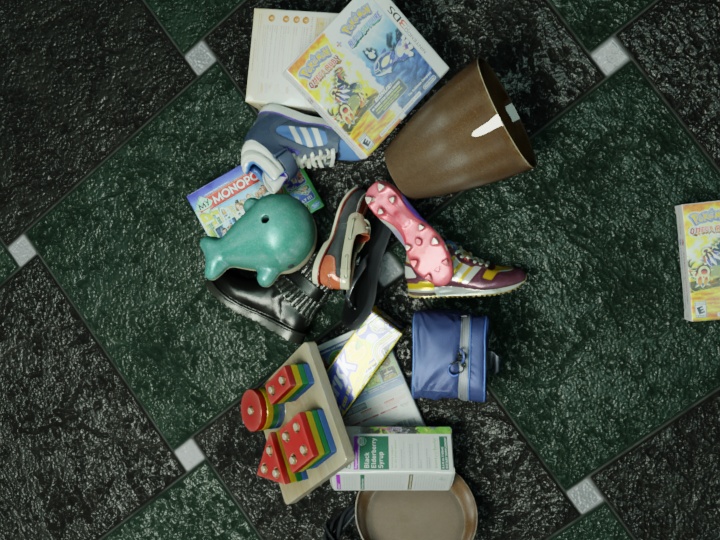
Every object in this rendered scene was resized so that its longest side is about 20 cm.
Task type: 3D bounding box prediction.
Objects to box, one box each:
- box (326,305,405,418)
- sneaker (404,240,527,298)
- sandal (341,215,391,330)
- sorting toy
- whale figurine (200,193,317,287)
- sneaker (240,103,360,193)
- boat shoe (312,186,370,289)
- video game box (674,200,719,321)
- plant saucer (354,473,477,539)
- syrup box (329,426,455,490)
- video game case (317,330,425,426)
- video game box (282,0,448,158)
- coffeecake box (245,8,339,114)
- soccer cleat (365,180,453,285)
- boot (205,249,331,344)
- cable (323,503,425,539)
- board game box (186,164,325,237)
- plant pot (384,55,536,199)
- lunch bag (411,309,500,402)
[{"bbox_3d":[-0.010,0.161,1.184,0.070,0.064,0.201,36,99,7],"label":"box"},{"bbox_3d":[0.169,-0.006,1.156,0.197,0.075,0.091,-5,96,10],"label":"sneaker"},{"bbox_3d":[0.000,0.000,1.173,0.042,0.076,0.203,22,73,-27],"label":"sandal"},{"bbox_3d":[-0.117,0.251,1.143,0.199,0.069,0.202,-46,56,41],"label":"sorting toy"},{"bbox_3d":[-0.171,-0.052,1.141,0.198,0.104,0.161,-16,69,7],"label":"whale figurine"},{"bbox_3d":[-0.096,-0.177,1.160,0.198,0.081,0.148,19,68,-4],"label":"sneaker"},{"bbox_3d":[-0.016,-0.053,1.152,0.062,0.072,0.201,10,54,18],"label":"boat shoe"},{"bbox_3d":[0.598,-0.021,1.090,0.197,0.047,0.185,-6,89,11],"label":"video game box"},{"bbox_3d":[0.089,0.397,1.152,0.198,0.201,0.032,10,134,10],"label":"plant saucer"},{"bbox_3d":[0.050,0.307,1.160,0.197,0.082,0.079,1,54,0],"label":"syrup box"},{"bbox_3d":[0.009,0.204,1.224,0.142,0.018,0.202,-24,88,11],"label":"video game case"},{"bbox_3d":[0.011,-0.312,1.109,0.182,0.047,0.200,44,84,-12],"label":"video game box"},{"bbox_3d":[-0.081,-0.345,1.187,0.197,0.073,0.156,7,94,10],"label":"coffeecake box"},{"bbox_3d":[0.084,-0.063,1.135,0.067,0.076,0.200,-43,81,19],"label":"soccer cleat"},{"bbox_3d":[-0.145,0.010,1.213,0.209,0.079,0.159,28,100,3],"label":"boot"},{"bbox_3d":[0.029,0.442,1.168,0.198,0.051,0.164,15,53,33],"label":"cable"},{"bbox_3d":[-0.178,-0.117,1.217,0.199,0.029,0.136,-31,88,-3],"label":"board game box"},{"bbox_3d":[0.144,-0.198,1.114,0.199,0.187,0.189,-27,87,24],"label":"plant pot"},{"bbox_3d":[0.149,0.130,1.102,0.130,0.200,0.138,1,88,8],"label":"lunch bag"}]
